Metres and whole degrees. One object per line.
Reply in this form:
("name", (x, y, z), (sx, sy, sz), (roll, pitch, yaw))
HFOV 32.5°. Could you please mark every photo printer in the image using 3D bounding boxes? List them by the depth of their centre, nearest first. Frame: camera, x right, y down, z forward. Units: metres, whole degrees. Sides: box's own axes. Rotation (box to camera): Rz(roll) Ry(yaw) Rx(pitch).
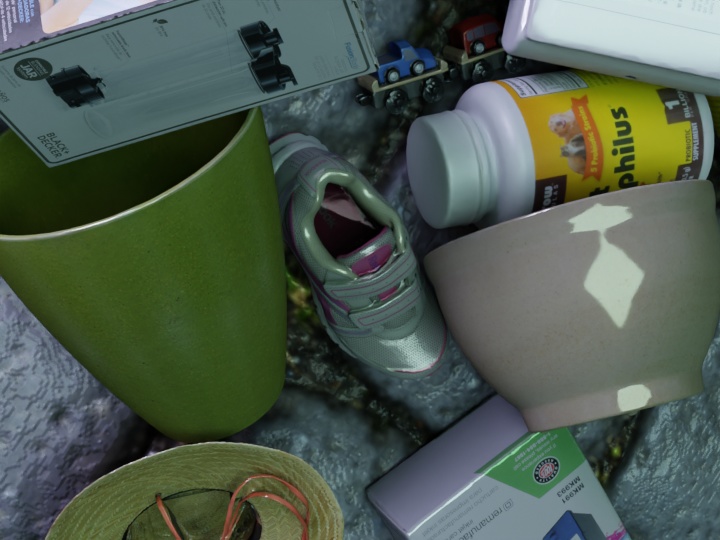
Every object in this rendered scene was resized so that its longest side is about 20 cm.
("photo printer", (0.205, -0.205, 0.807), (0.199, 0.069, 0.167), (9, 95, -9))

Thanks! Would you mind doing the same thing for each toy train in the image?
("toy train", (0.086, -0.158, 0.872), (0.200, 0.034, 0.046), (-21, 118, -15))

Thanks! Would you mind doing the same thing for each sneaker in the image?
("sneaker", (0.000, 0.000, 0.845), (0.081, 0.088, 0.200), (-40, 111, -9))

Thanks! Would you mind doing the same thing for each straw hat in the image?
("straw hat", (-0.116, 0.169, 0.833), (0.200, 0.085, 0.202), (-7, 121, -12))

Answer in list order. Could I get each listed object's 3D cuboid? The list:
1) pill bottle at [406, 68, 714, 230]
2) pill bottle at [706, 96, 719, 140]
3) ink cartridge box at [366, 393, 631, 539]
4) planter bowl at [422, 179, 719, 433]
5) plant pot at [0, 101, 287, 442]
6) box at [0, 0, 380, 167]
("pill bottle", (0.138, -0.084, 0.867), (0.199, 0.109, 0.110), (-12, 104, -18))
("pill bottle", (0.300, -0.153, 0.916), (0.104, 0.104, 0.200), (-36, 110, -10))
("ink cartridge box", (0.121, 0.212, 0.932), (0.145, 0.087, 0.200), (-35, 112, -11))
("planter bowl", (0.154, 0.033, 0.828), (0.200, 0.200, 0.135), (-11, 81, -18))
("plant pot", (-0.121, 0.003, 0.769), (0.187, 0.187, 0.200), (-28, 125, -13))
("box", (-0.099, -0.130, 0.655), (0.199, 0.117, 0.060), (-16, 67, 7))
